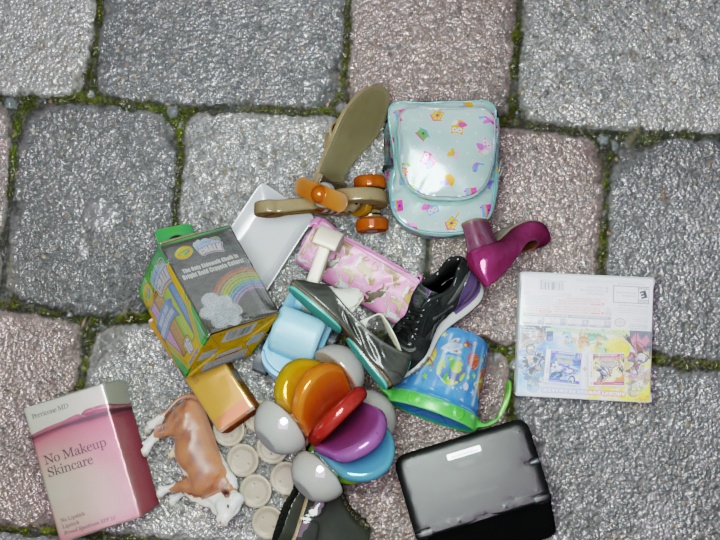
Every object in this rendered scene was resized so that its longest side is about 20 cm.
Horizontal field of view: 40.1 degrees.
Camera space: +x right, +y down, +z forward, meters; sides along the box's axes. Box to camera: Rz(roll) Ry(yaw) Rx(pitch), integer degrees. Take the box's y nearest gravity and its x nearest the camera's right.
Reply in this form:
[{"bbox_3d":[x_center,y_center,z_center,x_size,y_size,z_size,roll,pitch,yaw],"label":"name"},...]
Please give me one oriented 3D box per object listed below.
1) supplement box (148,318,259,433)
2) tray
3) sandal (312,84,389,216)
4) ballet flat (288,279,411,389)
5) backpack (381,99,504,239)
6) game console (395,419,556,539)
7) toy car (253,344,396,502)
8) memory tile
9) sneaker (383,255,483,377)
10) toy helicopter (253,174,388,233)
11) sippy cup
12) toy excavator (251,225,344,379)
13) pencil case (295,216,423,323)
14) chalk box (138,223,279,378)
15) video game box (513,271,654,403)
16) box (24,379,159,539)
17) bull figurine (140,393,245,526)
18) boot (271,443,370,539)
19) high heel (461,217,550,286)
[{"bbox_3d":[-0.230,0.141,1.462,0.066,0.069,0.201,-35,82,0],"label":"supplement box"},{"bbox_3d":[-0.162,-0.023,1.491,0.107,0.022,0.201,33,88,18],"label":"tray"},{"bbox_3d":[-0.036,-0.188,1.481,0.069,0.077,0.213,27,91,48],"label":"sandal"},{"bbox_3d":[-0.008,0.071,1.332,0.068,0.068,0.200,-44,91,-15],"label":"ballet flat"},{"bbox_3d":[0.119,-0.145,1.433,0.174,0.153,0.202,0,94,-2],"label":"backpack"},{"bbox_3d":[0.167,0.327,1.425,0.198,0.116,0.177,-17,78,1],"label":"game console"},{"bbox_3d":[-0.028,0.207,1.328,0.175,0.150,0.201,-43,109,-26],"label":"toy car"},{"bbox_3d":[-0.121,0.288,1.480,0.152,0.017,0.201,-24,85,1],"label":"memory tile"},{"bbox_3d":[0.082,0.059,1.374,0.200,0.088,0.076,-47,51,-11],"label":"sneaker"},{"bbox_3d":[-0.060,-0.093,1.388,0.198,0.132,0.080,-5,84,16],"label":"toy helicopter"},{"bbox_3d":[0.121,0.150,1.427,0.177,0.139,0.131,27,75,-30],"label":"sippy cup"},{"bbox_3d":[-0.075,0.057,1.406,0.099,0.200,0.196,22,66,4],"label":"toy excavator"},{"bbox_3d":[0.000,0.000,1.460,0.199,0.083,0.087,29,85,5],"label":"pencil case"},{"bbox_3d":[-0.227,0.025,1.398,0.124,0.124,0.201,-16,65,-37],"label":"chalk box"},{"bbox_3d":[0.329,0.098,1.456,0.198,0.047,0.184,3,85,3],"label":"video game box"},{"bbox_3d":[-0.392,0.275,1.447,0.127,0.109,0.202,-18,86,2],"label":"box"},{"bbox_3d":[-0.248,0.287,1.459,0.121,0.065,0.201,-21,79,7],"label":"bull figurine"},{"bbox_3d":[-0.029,0.328,1.440,0.138,0.077,0.201,25,84,-11],"label":"boot"},{"bbox_3d":[0.216,-0.019,1.408,0.067,0.199,0.097,-28,70,43],"label":"high heel"}]
